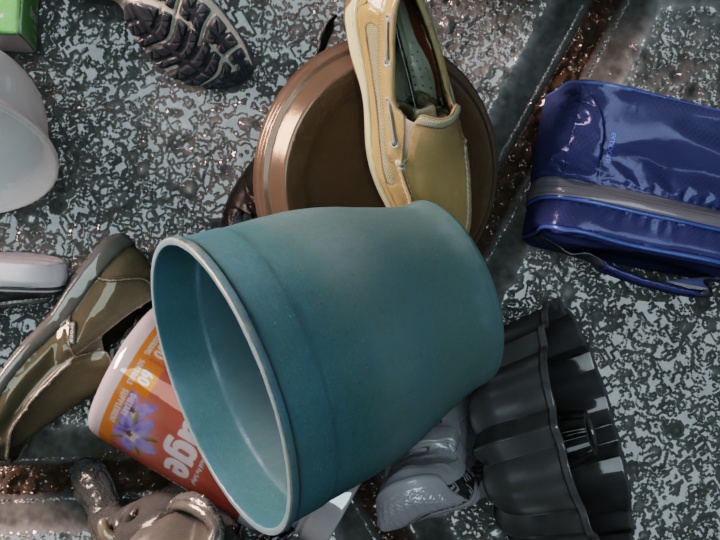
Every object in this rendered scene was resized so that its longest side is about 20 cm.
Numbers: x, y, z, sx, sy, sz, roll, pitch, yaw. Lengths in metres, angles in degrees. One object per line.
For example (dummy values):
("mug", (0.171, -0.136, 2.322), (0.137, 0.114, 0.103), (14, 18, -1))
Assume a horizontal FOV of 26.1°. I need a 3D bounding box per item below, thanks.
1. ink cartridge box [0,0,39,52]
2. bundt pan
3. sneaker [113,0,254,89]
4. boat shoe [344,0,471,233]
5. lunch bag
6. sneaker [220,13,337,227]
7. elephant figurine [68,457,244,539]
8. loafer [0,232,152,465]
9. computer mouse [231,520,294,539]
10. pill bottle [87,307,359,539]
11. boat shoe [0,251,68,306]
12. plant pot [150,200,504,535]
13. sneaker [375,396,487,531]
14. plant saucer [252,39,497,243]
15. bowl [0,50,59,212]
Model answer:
("ink cartridge box", (-0.315, -0.275, 1.178), (0.144, 0.084, 0.203), (4, 88, -1))
("bundt pan", (0.134, 0.128, 1.131), (0.075, 0.202, 0.204), (-17, 88, 19))
("sneaker", (-0.151, -0.226, 1.186), (0.200, 0.077, 0.087), (42, 44, -17))
("boat shoe", (0.041, -0.103, 1.079), (0.071, 0.076, 0.202), (-27, 110, -20))
("lunch bag", (0.223, -0.053, 1.161), (0.197, 0.136, 0.134), (12, 88, -3))
("sneaker", (-0.052, -0.090, 1.169), (0.060, 0.104, 0.201), (28, 87, -1))
("elephant figurine", (-0.132, 0.219, 1.125), (0.153, 0.142, 0.202), (10, 61, -18))
("loafer", (-0.217, 0.068, 1.172), (0.069, 0.075, 0.201), (34, 87, 4))
("computer mouse", (-0.101, 0.248, 1.189), (0.058, 0.034, 0.201), (31, 86, 0))
("pill bottle", (-0.091, 0.119, 1.149), (0.199, 0.112, 0.113), (30, 87, 4))
("boat shoe", (-0.315, 0.026, 1.180), (0.197, 0.072, 0.072), (-4, 94, 9))
("plant pot", (-0.013, 0.046, 1.032), (0.186, 0.200, 0.202), (-20, 88, -23))
("sneaker", (0.042, 0.119, 1.123), (0.074, 0.200, 0.116), (-20, 82, 14))
("plant saucer", (0.018, -0.069, 1.133), (0.198, 0.029, 0.203), (-4, 101, -25))
("bowl", (-0.315, -0.124, 1.135), (0.198, 0.202, 0.091), (4, 64, -2))
